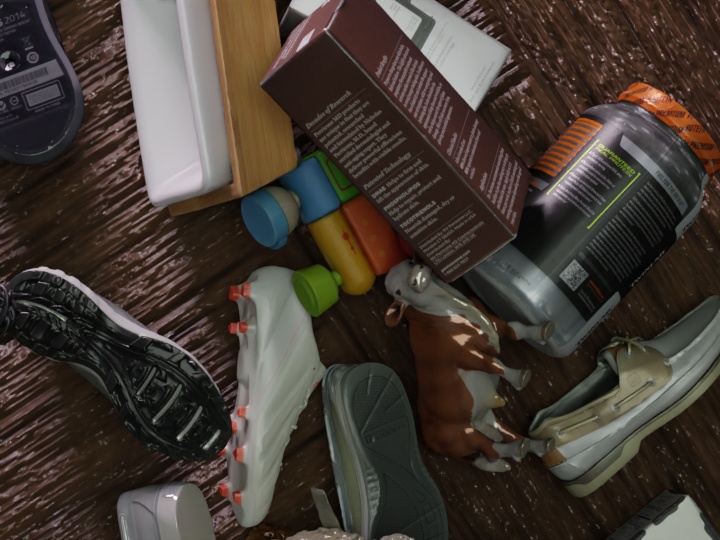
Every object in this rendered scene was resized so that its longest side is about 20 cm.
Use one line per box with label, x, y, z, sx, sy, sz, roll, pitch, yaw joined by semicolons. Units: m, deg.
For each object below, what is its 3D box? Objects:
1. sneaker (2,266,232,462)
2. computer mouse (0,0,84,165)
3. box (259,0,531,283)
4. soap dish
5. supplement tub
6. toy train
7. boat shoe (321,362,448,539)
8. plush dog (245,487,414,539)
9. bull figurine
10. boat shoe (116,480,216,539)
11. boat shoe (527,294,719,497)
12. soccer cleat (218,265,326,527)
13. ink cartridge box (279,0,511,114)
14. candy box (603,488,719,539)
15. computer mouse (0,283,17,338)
sneaker;-0.176;0.066;1.290;0.200;0.079;0.074;39;94;0
computer mouse;-0.263;-0.170;1.305;0.138;0.053;0.201;-16;79;-6
box;0.028;-0.098;1.217;0.075;0.100;0.200;-34;106;27
soap dish;-0.113;-0.148;1.276;0.081;0.157;0.201;-7;89;-25
supplement tub;0.178;-0.041;1.324;0.123;0.123;0.200;45;84;-5
toy train;0.000;0.000;1.305;0.115;0.085;0.201;-32;98;-24
boat shoe;0.014;0.170;1.333;0.074;0.065;0.203;-18;97;-27
plush dog;-0.058;0.271;1.252;0.160;0.201;0.172;32;40;17
bull figurine;0.081;0.071;1.288;0.121;0.201;0.065;20;48;29
boat shoe;-0.143;0.259;1.303;0.068;0.072;0.201;-5;107;24
boat shoe;0.218;0.086;1.351;0.200;0.075;0.068;-45;100;-6
soccer cleat;-0.064;0.098;1.317;0.077;0.069;0.201;5;89;-22
ink cartridge box;0.005;-0.185;1.306;0.199;0.116;0.068;32;83;-5
candy box;0.214;0.287;1.352;0.200;0.061;0.137;-37;93;-6
computer mouse;-0.342;0.005;1.287;0.200;0.046;0.141;45;114;13
